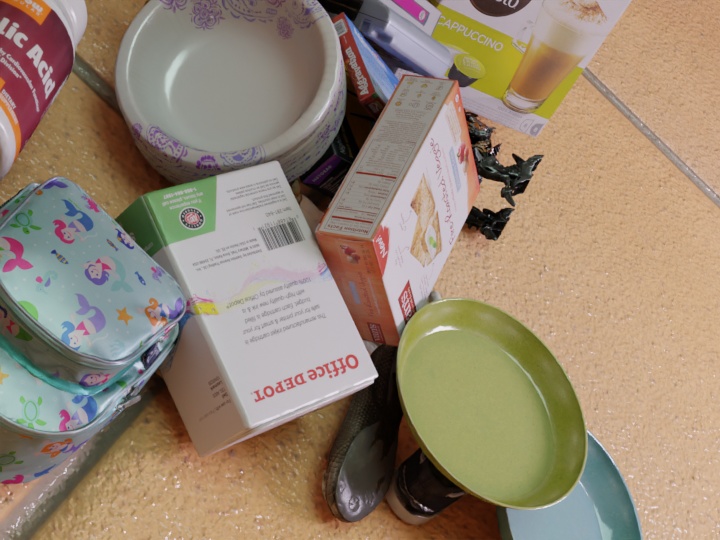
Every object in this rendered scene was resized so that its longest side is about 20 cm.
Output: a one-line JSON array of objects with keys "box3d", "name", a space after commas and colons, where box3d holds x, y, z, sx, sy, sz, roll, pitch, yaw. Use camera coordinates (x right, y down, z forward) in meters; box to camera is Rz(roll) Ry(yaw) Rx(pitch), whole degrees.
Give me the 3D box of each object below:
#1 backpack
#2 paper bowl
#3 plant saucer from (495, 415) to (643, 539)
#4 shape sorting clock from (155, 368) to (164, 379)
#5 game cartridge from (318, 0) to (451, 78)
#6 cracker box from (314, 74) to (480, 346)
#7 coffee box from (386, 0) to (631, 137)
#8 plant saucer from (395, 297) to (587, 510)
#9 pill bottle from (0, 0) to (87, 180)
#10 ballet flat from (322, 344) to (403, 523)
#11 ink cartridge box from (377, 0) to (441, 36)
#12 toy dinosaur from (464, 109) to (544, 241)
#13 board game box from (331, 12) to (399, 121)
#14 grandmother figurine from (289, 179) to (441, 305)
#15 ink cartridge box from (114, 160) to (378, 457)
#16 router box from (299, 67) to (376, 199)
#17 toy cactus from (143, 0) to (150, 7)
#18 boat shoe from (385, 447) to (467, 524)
[{"box3d": [-0.235, 0.045, 1.106, 0.178, 0.151, 0.200, 45, 43, -3], "name": "backpack"}, {"box3d": [-0.111, -0.158, 1.374, 0.199, 0.104, 0.202, -2, 66, 4], "name": "paper bowl"}, {"box3d": [0.180, 0.227, 1.377, 0.199, 0.036, 0.201, 28, 49, -37], "name": "plant saucer"}, {"box3d": [-0.124, 0.023, 1.301, 0.199, 0.039, 0.201, 24, 44, -25], "name": "shape sorting clock"}, {"box3d": [-0.010, -0.245, 1.521, 0.199, 0.042, 0.133, 27, 5, 37], "name": "game cartridge"}, {"box3d": [0.037, -0.053, 1.337, 0.057, 0.134, 0.201, 10, 51, 25], "name": "cracker box"}, {"box3d": [0.133, -0.302, 1.651, 0.199, 0.198, 0.200, 18, 30, -31], "name": "coffee box"}, {"box3d": [0.107, 0.117, 1.320, 0.199, 0.031, 0.201, 21, 49, -26], "name": "plant saucer"}, {"box3d": [-0.298, -0.163, 1.244, 0.114, 0.114, 0.201, 34, 41, -14], "name": "pill bottle"}, {"box3d": [0.004, 0.135, 1.322, 0.068, 0.046, 0.201, 61, 35, -33], "name": "ballet flat"}, {"box3d": [-0.010, -0.281, 1.476, 0.094, 0.037, 0.200, 27, 3, 35], "name": "ink cartridge box"}, {"box3d": [0.100, -0.096, 1.588, 0.135, 0.102, 0.200, 30, 57, 4], "name": "toy dinosaur"}, {"box3d": [0.035, -0.149, 1.452, 0.200, 0.019, 0.103, 43, 23, -53], "name": "board game box"}, {"box3d": [0.000, 0.000, 1.421, 0.200, 0.061, 0.121, 40, 32, -11], "name": "grandmother figurine"}, {"box3d": [-0.096, 0.029, 1.233, 0.144, 0.084, 0.201, -18, 79, -43], "name": "ink cartridge box"}, {"box3d": [-0.012, -0.142, 1.498, 0.149, 0.051, 0.201, 25, 36, -42], "name": "router box"}, {"box3d": [-0.158, -0.265, 1.486, 0.200, 0.102, 0.166, -82, 147, -73], "name": "toy cactus"}, {"box3d": [0.096, 0.155, 1.367, 0.200, 0.060, 0.074, -26, 77, -50], "name": "boat shoe"}]
